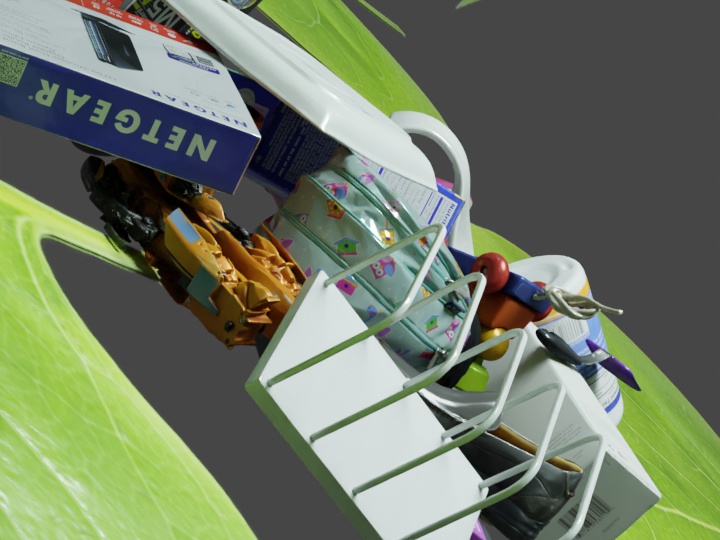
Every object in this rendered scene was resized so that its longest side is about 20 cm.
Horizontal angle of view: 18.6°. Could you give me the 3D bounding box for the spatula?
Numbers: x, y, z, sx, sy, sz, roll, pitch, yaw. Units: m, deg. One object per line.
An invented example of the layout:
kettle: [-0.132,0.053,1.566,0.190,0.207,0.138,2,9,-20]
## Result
spatula: [0.189,0.072,1.851,0.056,0.021,0.200,37,8,28]

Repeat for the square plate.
square plate: [-0.043,-0.143,1.685,0.198,0.028,0.200,40,8,28]

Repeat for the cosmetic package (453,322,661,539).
cosmetic package: [0.148,0.139,1.794,0.085,0.108,0.200,40,13,-34]

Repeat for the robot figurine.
robot figurine: [-0.107,-0.022,1.532,0.200,0.058,0.145,49,21,28]

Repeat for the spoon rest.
spoon rest: [0.077,-0.049,1.978,0.099,0.060,0.201,-66,141,-60]

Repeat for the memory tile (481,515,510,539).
memory tile: [0.066,0.142,1.792,0.200,0.017,0.153,40,13,-36]

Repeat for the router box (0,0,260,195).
router box: [-0.182,-0.138,1.537,0.199,0.049,0.180,19,20,-24]

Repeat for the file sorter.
file sorter: [0.049,0.090,1.429,0.200,0.124,0.139,52,31,-15]

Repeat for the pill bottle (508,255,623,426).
pill bottle: [0.174,0.098,1.995,0.112,0.112,0.201,-105,177,-69]

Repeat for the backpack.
backpack: [0.000,0.000,1.664,0.167,0.127,0.200,34,-7,35]

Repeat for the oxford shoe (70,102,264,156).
oxford shoe: [-0.149,-0.090,1.649,0.071,0.073,0.200,36,22,30]

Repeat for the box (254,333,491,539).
box: [0.006,0.118,1.586,0.200,0.036,0.143,40,12,-27]

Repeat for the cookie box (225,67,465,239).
cookie box: [-0.037,-0.088,1.852,0.200,0.075,0.171,30,-2,-30]

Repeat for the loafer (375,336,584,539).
loafer: [0.077,0.110,1.603,0.200,0.072,0.073,43,12,-20]

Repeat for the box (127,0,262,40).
box: [-0.178,-0.254,1.880,0.044,0.160,0.200,37,15,-49]

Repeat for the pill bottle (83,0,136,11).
pill bottle: [-0.202,-0.248,1.644,0.116,0.200,0.116,45,10,-10]

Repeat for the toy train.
toy train: [0.105,0.051,1.746,0.200,0.116,0.085,24,-4,43]

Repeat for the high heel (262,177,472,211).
high heel: [0.002,-0.084,2.043,0.199,0.067,0.096,-4,44,-19]
